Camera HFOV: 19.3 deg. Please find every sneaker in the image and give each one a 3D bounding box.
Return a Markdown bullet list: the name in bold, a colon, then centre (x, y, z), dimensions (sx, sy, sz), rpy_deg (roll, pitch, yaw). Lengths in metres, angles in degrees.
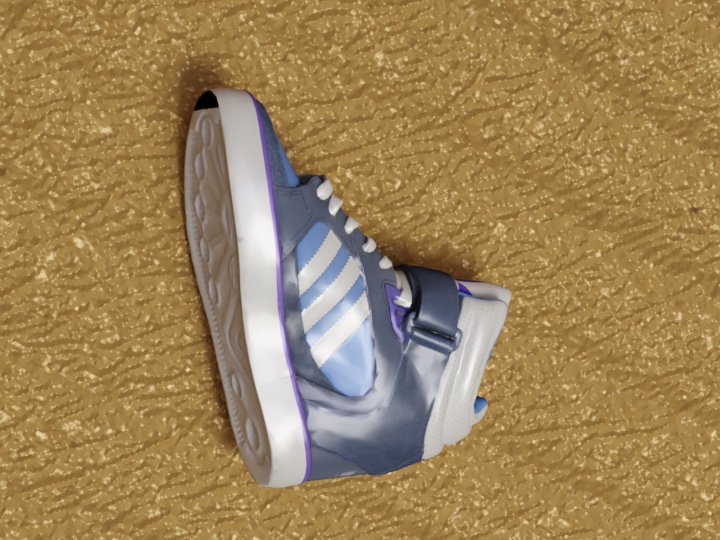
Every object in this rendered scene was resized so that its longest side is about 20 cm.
- **sneaker**: centre (0.000, 0.000, 1.042), dimensions (0.146, 0.080, 0.201), rpy_deg (-12, 97, -22)
